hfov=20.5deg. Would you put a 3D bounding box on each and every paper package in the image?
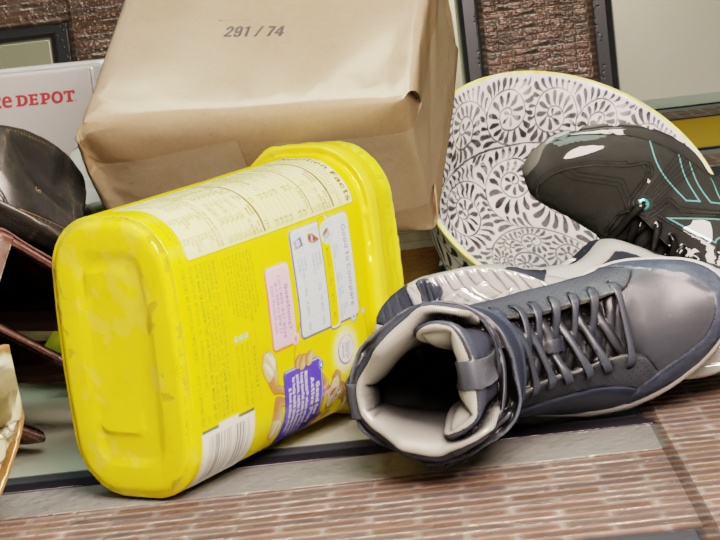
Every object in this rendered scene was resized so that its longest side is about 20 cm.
[{"bbox_3d":[-0.049,-0.114,1.200,0.198,0.104,0.192,-4,43,12],"label":"paper package"}]

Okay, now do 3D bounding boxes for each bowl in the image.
[{"bbox_3d":[0.121,-0.023,1.253,0.199,0.095,0.202,7,47,-8],"label":"bowl"}]

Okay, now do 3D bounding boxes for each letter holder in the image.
[{"bbox_3d":[-0.245,0.049,1.156,0.199,0.102,0.142,-1,-21,35],"label":"letter holder"}]

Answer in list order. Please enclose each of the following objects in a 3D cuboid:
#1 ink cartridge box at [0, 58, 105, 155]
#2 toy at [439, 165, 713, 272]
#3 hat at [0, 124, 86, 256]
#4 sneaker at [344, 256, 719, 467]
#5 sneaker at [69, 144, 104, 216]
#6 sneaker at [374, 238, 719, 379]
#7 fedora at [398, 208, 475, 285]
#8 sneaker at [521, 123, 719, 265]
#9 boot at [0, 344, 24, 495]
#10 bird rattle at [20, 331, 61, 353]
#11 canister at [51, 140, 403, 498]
[{"bbox_3d":[-0.210,-0.059,1.519,0.145,0.202,0.146,-2,9,29],"label":"ink cartridge box"},{"bbox_3d":[0.151,-0.020,1.419,0.199,0.048,0.115,-28,-8,34],"label":"toy"},{"bbox_3d":[-0.214,-0.040,1.160,0.199,0.082,0.201,12,-20,4],"label":"hat"},{"bbox_3d":[0.088,0.041,0.958,0.200,0.078,0.146,-16,-4,4],"label":"sneaker"},{"bbox_3d":[-0.121,-0.064,1.289,0.198,0.088,0.075,0,-29,26],"label":"sneaker"},{"bbox_3d":[0.110,0.028,1.094,0.197,0.080,0.130,-11,1,4],"label":"sneaker"},{"bbox_3d":[0.000,0.000,1.355,0.198,0.083,0.201,-8,-1,0],"label":"fedora"},{"bbox_3d":[0.186,-0.022,1.149,0.198,0.080,0.076,19,-38,-12],"label":"sneaker"},{"bbox_3d":[-0.241,0.051,1.002,0.199,0.177,0.066,-3,-25,40],"label":"boot"},{"bbox_3d":[-0.190,0.039,1.320,0.199,0.114,0.162,-13,-13,43],"label":"bird rattle"},{"bbox_3d":[-0.064,0.021,1.030,0.086,0.150,0.200,0,12,32],"label":"canister"}]
